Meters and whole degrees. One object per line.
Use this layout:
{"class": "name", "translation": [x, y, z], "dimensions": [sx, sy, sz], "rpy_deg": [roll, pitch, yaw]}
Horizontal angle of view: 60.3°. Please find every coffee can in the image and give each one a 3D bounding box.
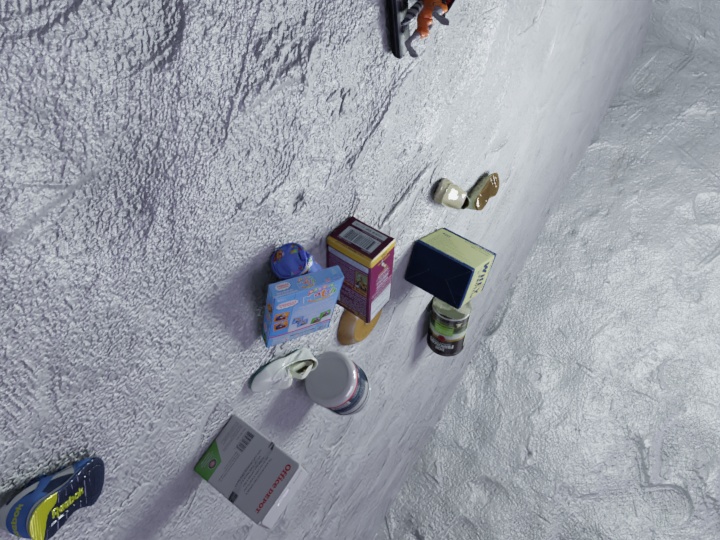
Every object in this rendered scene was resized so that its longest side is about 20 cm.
{"class": "coffee can", "translation": [0.323, 0.192, 2.264], "dimensions": [0.146, 0.145, 0.203], "rpy_deg": [-42, 148, -37]}

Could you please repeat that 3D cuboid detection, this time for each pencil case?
{"class": "pencil case", "translation": [-0.112, 0.012, 1.287], "dimensions": [0.086, 0.079, 0.200], "rpy_deg": [-26, 155, 6]}

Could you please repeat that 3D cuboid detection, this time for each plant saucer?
{"class": "plant saucer", "translation": [0.011, 0.125, 1.706], "dimensions": [0.200, 0.035, 0.202], "rpy_deg": [-46, 151, -33]}

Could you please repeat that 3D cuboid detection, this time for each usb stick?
{"class": "usb stick", "translation": [0.072, -0.503, 1.187], "dimensions": [0.056, 0.032, 0.201], "rpy_deg": [-59, 157, -27]}

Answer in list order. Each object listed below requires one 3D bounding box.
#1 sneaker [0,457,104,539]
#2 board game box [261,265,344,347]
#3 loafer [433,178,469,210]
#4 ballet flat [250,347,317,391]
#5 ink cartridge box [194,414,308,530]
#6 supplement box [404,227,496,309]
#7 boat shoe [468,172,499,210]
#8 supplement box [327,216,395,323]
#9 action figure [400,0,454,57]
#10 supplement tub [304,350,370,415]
{"class": "sneaker", "translation": [-0.465, 0.340, 0.948], "dimensions": [0.200, 0.080, 0.076], "rpy_deg": [-15, 103, -80]}
{"class": "board game box", "translation": [-0.121, 0.076, 1.263], "dimensions": [0.149, 0.037, 0.201], "rpy_deg": [-16, 152, -23]}
{"class": "loafer", "translation": [0.277, -0.222, 1.838], "dimensions": [0.199, 0.068, 0.077], "rpy_deg": [-3, 118, -63]}
{"class": "ballet flat", "translation": [-0.167, 0.234, 1.429], "dimensions": [0.199, 0.069, 0.071], "rpy_deg": [-24, 136, -54]}
{"class": "ink cartridge box", "translation": [-0.234, 0.434, 1.337], "dimensions": [0.146, 0.198, 0.084], "rpy_deg": [-52, 154, -19]}
{"class": "supplement box", "translation": [0.276, -0.012, 1.894], "dimensions": [0.199, 0.198, 0.136], "rpy_deg": [-26, 139, -54]}
{"class": "boat shoe", "translation": [0.409, -0.269, 2.080], "dimensions": [0.200, 0.062, 0.074], "rpy_deg": [-43, 124, -41]}
{"class": "supplement box", "translation": [0.000, 0.000, 1.441], "dimensions": [0.103, 0.130, 0.202], "rpy_deg": [-42, 150, -36]}
{"class": "action figure", "translation": [0.144, -0.538, 1.178], "dimensions": [0.200, 0.103, 0.197], "rpy_deg": [128, -25, -65]}
{"class": "supplement tub", "translation": [-0.054, 0.302, 1.632], "dimensions": [0.142, 0.139, 0.200], "rpy_deg": [-57, 156, -10]}
